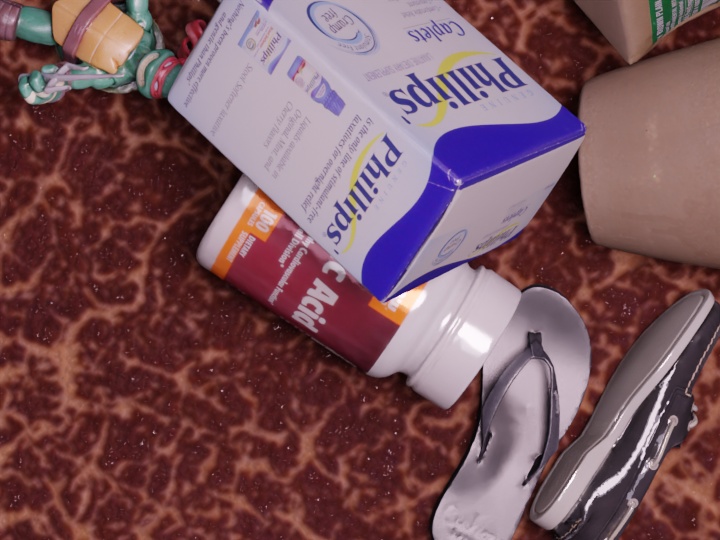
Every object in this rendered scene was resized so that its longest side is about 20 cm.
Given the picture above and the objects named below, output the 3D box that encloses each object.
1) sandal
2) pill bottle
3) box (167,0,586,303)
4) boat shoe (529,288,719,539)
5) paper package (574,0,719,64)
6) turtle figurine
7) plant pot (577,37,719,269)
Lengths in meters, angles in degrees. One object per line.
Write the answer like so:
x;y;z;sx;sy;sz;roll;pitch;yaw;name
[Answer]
0.109;0.109;1.430;0.076;0.043;0.201;18;86;-3;sandal
0.000;0.000;1.392;0.199;0.114;0.115;33;85;-1;pill bottle
0.014;-0.100;1.331;0.200;0.184;0.105;43;122;15;box
0.195;0.106;1.421;0.060;0.074;0.201;37;79;-10;boat shoe
0.158;-0.270;1.349;0.103;0.200;0.191;-30;57;-5;paper package
-0.184;-0.165;1.397;0.199;0.101;0.150;30;70;13;turtle figurine
0.238;-0.075;1.389;0.173;0.200;0.202;-4;87;13;plant pot
